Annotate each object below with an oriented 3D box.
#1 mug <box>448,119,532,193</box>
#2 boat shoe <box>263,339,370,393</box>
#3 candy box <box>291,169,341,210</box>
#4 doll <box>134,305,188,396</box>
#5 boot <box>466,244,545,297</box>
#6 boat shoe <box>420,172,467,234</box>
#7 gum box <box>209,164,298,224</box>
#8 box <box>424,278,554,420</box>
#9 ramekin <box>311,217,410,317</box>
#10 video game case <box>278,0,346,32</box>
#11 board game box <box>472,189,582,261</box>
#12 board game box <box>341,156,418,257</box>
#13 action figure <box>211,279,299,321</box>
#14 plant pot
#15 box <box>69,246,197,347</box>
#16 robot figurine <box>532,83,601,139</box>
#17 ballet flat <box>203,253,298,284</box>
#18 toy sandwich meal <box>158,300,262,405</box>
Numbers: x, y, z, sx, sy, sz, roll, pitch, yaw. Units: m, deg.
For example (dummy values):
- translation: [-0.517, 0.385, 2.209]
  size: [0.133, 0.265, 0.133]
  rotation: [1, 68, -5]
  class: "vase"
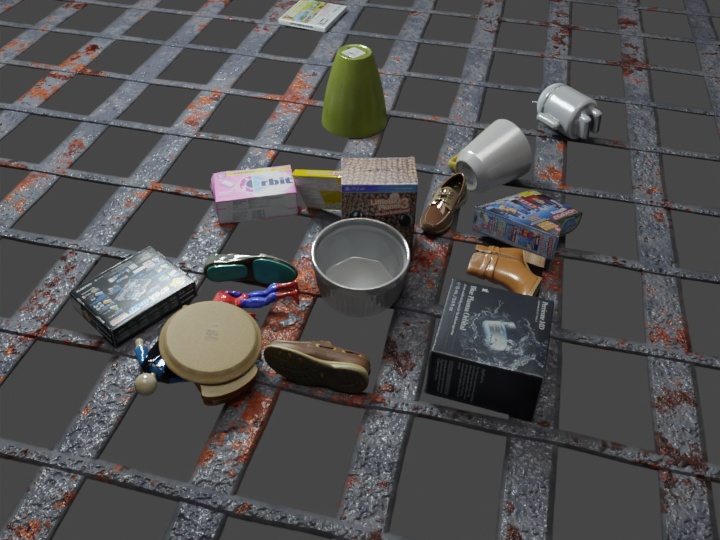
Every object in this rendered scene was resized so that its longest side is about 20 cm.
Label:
- translation: [0.306, -0.258, 1.756]
  size: [0.152, 0.187, 0.151]
  rotation: [-33, 83, -21]
  class: "mug"
- translation: [-0.076, 0.164, 1.302]
  size: [0.196, 0.073, 0.068]
  rotation: [13, 37, 4]
  class: "boat shoe"
- translation: [-0.055, -0.180, 1.623]
  size: [0.197, 0.103, 0.027]
  rotation: [7, 48, 30]
  class: "candy box"
- translation: [-0.352, 0.152, 1.319]
  size: [0.134, 0.049, 0.201]
  rotation: [23, 44, 5]
  class: "doll"
- translation: [0.292, 0.017, 1.471]
  size: [0.152, 0.075, 0.201]
  rotation: [13, 31, 12]
  class: "boot"
- translation: [0.193, -0.160, 1.664]
  size: [0.075, 0.073, 0.201]
  rotation: [17, 44, 18]
  class: "boat shoe"
- translation: [-0.251, -0.178, 1.680]
  size: [0.196, 0.067, 0.114]
  rotation: [-8, 43, -9]
  class: "gum box"
- translation: [0.235, 0.137, 1.299]
  size: [0.196, 0.119, 0.198]
  rotation: [12, 43, 11]
  class: "box"
- translation: [0.000, 0.000, 1.446]
  size: [0.196, 0.106, 0.202]
  rotation: [0, 47, 0]
  class: "ramekin"
- translation: [-0.166, -0.898, 2.525]
  size: [0.179, 0.023, 0.201]
  rotation: [15, 44, 15]
  class: "video game case"
- translation: [0.387, -0.099, 1.591]
  size: [0.198, 0.063, 0.199]
  rotation: [-17, 37, -33]
  class: "board game box"
- translation: [0.037, -0.130, 1.529]
  size: [0.156, 0.202, 0.098]
  rotation: [-1, 42, -1]
  class: "board game box"
- translation: [-0.220, 0.062, 1.426]
  size: [0.196, 0.052, 0.066]
  rotation: [-7, 36, -1]
  class: "action figure"
- translation: [-0.016, -0.494, 1.939]
  size: [0.183, 0.202, 0.189]
  rotation: [1, 41, -1]
  class: "plant pot"
- translation: [-0.453, 0.046, 1.440]
  size: [0.158, 0.047, 0.199]
  rotation: [32, 50, 30]
  class: "box"
- translation: [0.559, -0.433, 1.947]
  size: [0.168, 0.114, 0.200]
  rotation: [-25, 48, -22]
  class: "robot figurine"
- translation: [-0.226, -0.011, 1.496]
  size: [0.196, 0.068, 0.064]
  rotation: [1, 34, -1]
  class: "ballet flat"
- translation: [-0.265, 0.144, 1.298]
  size: [0.201, 0.071, 0.207]
  rotation: [6, 45, -6]
  class: "toy sandwich meal"
